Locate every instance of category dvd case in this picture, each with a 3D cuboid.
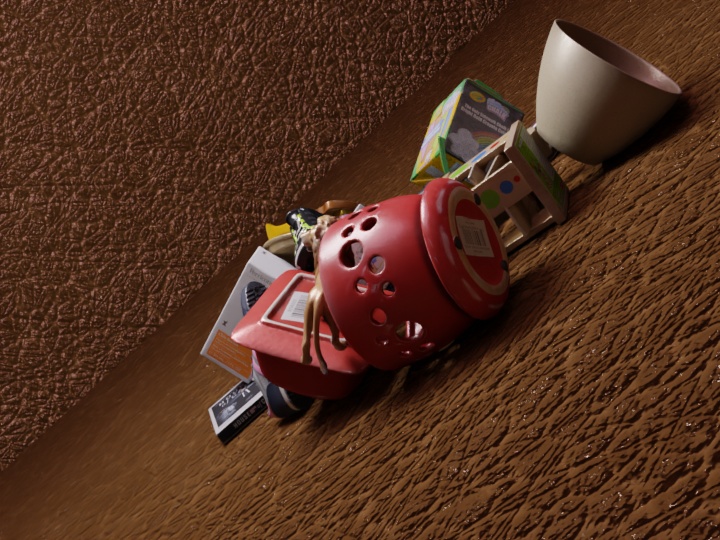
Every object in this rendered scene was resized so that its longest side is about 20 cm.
[{"bbox_3d":[-0.184,0.209,1.836,0.150,0.025,0.200,-41,12,-6],"label":"dvd case"}]

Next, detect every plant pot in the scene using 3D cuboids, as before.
[{"bbox_3d":[0.074,0.002,1.359,0.180,0.202,0.201,-23,18,31],"label":"plant pot"}]

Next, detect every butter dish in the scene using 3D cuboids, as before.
[{"bbox_3d":[-0.054,0.110,1.519,0.196,0.150,0.201,14,34,17],"label":"butter dish"}]

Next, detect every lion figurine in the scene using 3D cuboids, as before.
[{"bbox_3d":[-0.041,0.026,1.397,0.071,0.124,0.201,0,33,-3],"label":"lion figurine"}]

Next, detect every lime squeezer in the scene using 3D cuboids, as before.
[{"bbox_3d":[0.117,-0.108,1.749,0.038,0.070,0.203,54,128,50],"label":"lime squeezer"}]

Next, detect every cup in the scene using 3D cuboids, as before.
[{"bbox_3d":[0.320,-0.234,1.531,0.145,0.198,0.201,-61,1,24],"label":"cup"}]

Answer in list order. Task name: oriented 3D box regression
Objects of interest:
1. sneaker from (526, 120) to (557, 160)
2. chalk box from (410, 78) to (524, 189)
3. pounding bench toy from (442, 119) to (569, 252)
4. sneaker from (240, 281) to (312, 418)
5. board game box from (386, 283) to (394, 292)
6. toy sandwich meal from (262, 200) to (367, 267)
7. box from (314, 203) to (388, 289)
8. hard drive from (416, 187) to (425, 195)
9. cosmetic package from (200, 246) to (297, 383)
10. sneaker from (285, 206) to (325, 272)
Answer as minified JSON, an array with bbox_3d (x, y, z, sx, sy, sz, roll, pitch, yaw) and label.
[{"bbox_3d":[0.311,-0.246,1.843,0.200,0.076,0.115,-45,9,-20],"label":"sneaker"},{"bbox_3d":[0.184,-0.223,1.850,0.124,0.123,0.203,-41,24,57],"label":"chalk box"},{"bbox_3d":[0.196,-0.112,1.561,0.155,0.125,0.201,-35,12,24],"label":"pounding bench toy"},{"bbox_3d":[-0.141,0.120,1.612,0.069,0.203,0.082,-6,-19,-48],"label":"sneaker"},{"bbox_3d":[0.136,-0.041,1.693,0.151,0.045,0.200,-32,13,38],"label":"board game box"},{"bbox_3d":[-0.069,-0.059,1.859,0.201,0.072,0.205,-2,-15,-1],"label":"toy sandwich meal"},{"bbox_3d":[-0.019,0.020,1.655,0.202,0.100,0.113,-57,1,16],"label":"box"},{"bbox_3d":[0.059,-0.049,1.845,0.199,0.033,0.140,-40,-22,4],"label":"hard drive"},{"bbox_3d":[-0.176,0.075,1.838,0.202,0.100,0.071,-60,0,26],"label":"cosmetic package"},{"bbox_3d":[-0.085,-0.051,1.665,0.072,0.082,0.200,-56,-1,12],"label":"sneaker"}]
